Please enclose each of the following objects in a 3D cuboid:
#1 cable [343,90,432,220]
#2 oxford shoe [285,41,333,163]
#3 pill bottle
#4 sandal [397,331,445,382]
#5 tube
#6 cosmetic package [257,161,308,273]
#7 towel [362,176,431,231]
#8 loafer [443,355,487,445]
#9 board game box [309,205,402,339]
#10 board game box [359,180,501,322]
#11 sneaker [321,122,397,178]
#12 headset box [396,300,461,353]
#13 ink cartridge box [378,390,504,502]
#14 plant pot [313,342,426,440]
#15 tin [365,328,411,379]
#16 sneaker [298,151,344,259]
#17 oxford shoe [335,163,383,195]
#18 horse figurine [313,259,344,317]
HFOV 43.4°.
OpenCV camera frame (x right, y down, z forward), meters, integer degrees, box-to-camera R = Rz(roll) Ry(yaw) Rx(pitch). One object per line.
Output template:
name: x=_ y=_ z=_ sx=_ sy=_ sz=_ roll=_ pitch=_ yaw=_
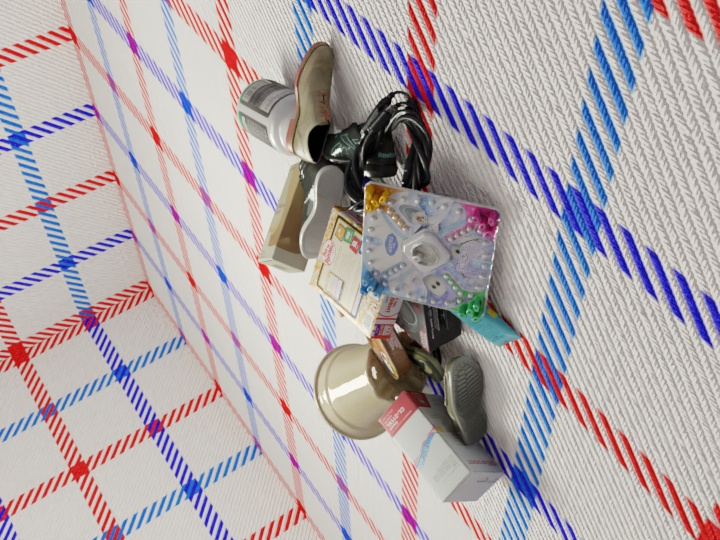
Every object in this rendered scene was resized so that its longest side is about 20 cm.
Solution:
cable: x=0.042 y=-0.155 z=1.354 sx=0.200 sy=0.050 sz=0.164 roll=-53 pitch=51 yaw=33
oxford shoe: x=-0.068 y=-0.277 z=1.512 sx=0.075 sy=0.070 sz=0.202 roll=36 pitch=126 yaw=40
pill bottle: x=-0.137 y=-0.275 z=1.656 sx=0.200 sy=0.112 sz=0.114 roll=36 pitch=147 yaw=49
sandal: x=0.120 y=0.151 z=1.644 sx=0.080 sy=0.057 sz=0.201 roll=46 pitch=175 yaw=-18
tube: x=0.158 y=0.049 z=1.408 sx=0.200 sy=0.050 sz=0.077 roll=41 pitch=163 yaw=-2
cosmetic package: x=-0.120 y=-0.101 z=1.718 sx=0.071 sy=0.202 sz=0.105 roll=21 pitch=169 yaw=-20
towel: x=0.086 y=-0.078 z=1.424 sx=0.200 sy=0.050 sz=0.148 roll=30 pitch=162 yaw=52
loafer: x=0.172 y=0.224 z=1.590 sx=0.069 sy=0.075 sz=0.201 roll=33 pitch=145 yaw=44
board game box: x=0.000 y=0.000 z=1.515 sx=0.200 sy=0.046 sz=0.153 roll=39 pitch=118 yaw=46
board game box: x=0.095 y=-0.023 z=1.328 sx=0.198 sy=0.026 sz=0.201 roll=13 pitch=130 yaw=12
sneaker: x=0.000 y=-0.211 z=1.501 sx=0.199 sy=0.075 sz=0.080 roll=28 pitch=123 yaw=51
headset box: x=0.092 y=0.031 z=1.543 sx=0.200 sy=0.077 sz=0.150 roll=42 pitch=151 yaw=46
ink cartridge box: x=0.148 y=0.322 z=1.657 sx=0.200 sy=0.083 sz=0.145 roll=49 pitch=-164 yaw=31
plant pot: x=0.031 y=0.218 z=1.786 sx=0.202 sy=0.199 sz=0.183 roll=60 pitch=148 yaw=5
tin: x=0.032 y=0.106 z=1.629 sx=0.201 sy=0.042 sz=0.112 roll=63 pitch=172 yaw=-24
sneaker: x=-0.076 y=-0.122 z=1.608 sx=0.100 sy=0.070 sz=0.201 roll=-116 pitch=30 yaw=-47
oxford shoe: x=-0.020 y=-0.165 z=1.595 sx=0.200 sy=0.057 sz=0.076 roll=49 pitch=158 yaw=35
horse figurine: x=-0.051 y=0.002 z=1.700 sx=0.133 sy=0.050 sz=0.201 roll=57 pitch=162 yaw=28
